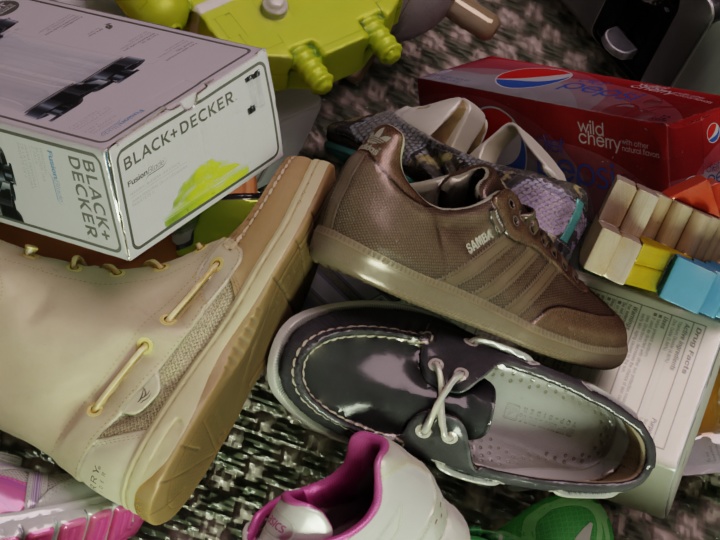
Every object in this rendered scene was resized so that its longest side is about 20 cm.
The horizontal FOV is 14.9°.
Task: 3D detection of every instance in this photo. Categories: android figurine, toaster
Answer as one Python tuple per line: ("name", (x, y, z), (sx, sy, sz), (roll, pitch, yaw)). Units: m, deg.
("android figurine", (-0.055, -0.174, 1.512), (0.181, 0.041, 0.200), (-23, 61, -25))
("toaster", (0.211, -0.216, 1.777), (0.199, 0.119, 0.181), (-22, 64, -39))

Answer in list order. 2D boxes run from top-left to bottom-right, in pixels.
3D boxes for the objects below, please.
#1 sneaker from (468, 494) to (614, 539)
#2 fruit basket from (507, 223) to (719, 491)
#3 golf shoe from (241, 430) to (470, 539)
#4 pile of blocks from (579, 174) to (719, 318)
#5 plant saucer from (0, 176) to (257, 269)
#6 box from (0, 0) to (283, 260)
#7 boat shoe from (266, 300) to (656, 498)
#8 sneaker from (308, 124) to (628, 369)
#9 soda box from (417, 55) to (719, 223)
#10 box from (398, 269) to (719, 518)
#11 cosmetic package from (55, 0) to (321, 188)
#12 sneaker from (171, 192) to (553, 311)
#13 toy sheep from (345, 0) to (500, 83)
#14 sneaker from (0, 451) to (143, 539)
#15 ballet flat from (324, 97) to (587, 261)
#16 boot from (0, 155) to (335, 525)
("sneaker", (0.071, 0.165, 1.388), (0.074, 0.084, 0.200), (44, 45, 15))
("fruit basket", (0.152, 0.034, 1.543), (0.199, 0.094, 0.186), (0, 53, -22))
("golf shoe", (-0.044, 0.152, 1.295), (0.200, 0.092, 0.075), (-38, 38, -14))
("pile of blocks", (0.189, -0.012, 1.434), (0.082, 0.062, 0.200), (31, 12, 34))
("plant saucer", (-0.153, -0.046, 1.441), (0.199, 0.037, 0.201), (1, 65, -3))
("box", (-0.150, -0.075, 1.335), (0.199, 0.060, 0.117), (15, 37, 36))
("boat shoe", (0.052, 0.066, 1.326), (0.199, 0.074, 0.060), (21, 0, -25))
("sneaker", (0.067, -0.008, 1.338), (0.199, 0.076, 0.070), (21, 2, -40))
("soda box", (0.123, -0.072, 1.562), (0.063, 0.070, 0.200), (-19, 23, -39))
("box", (0.084, 0.048, 1.454), (0.199, 0.078, 0.095), (20, 67, 10))
("cosmetic package", (-0.127, -0.125, 1.555), (0.102, 0.074, 0.200), (-29, 69, -41))
("sneaker", (0.000, 0.000, 1.404), (0.199, 0.074, 0.081), (-1, 92, -5))
("toy sheep", (-0.007, -0.189, 1.626), (0.199, 0.138, 0.138), (31, 44, -2))
("sneaker", (-0.194, 0.110, 1.302), (0.199, 0.081, 0.088), (-5, 55, -31))
("ballet flat", (0.059, -0.058, 1.540), (0.072, 0.072, 0.200), (-12, 29, -34))
("boot", (-0.113, 0.007, 1.320), (0.155, 0.073, 0.201), (24, 68, 15))
